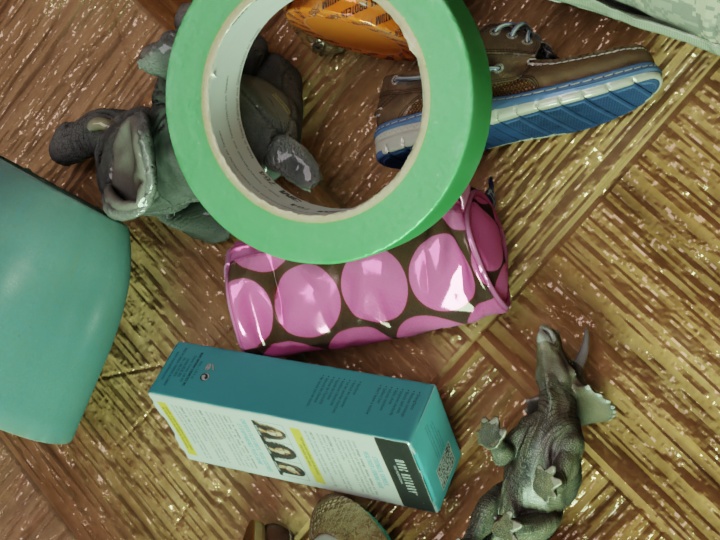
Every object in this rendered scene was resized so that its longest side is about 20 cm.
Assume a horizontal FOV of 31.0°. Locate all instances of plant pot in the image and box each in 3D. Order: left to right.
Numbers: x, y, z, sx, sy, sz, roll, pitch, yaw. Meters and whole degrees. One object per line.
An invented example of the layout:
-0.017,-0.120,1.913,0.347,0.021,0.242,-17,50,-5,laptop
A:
-0.260,0.008,0.941,0.200,0.201,0.161,28,88,26,plant pot

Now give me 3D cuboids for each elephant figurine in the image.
-0.136,-0.082,0.940,0.141,0.155,0.200,38,118,-19,elephant figurine

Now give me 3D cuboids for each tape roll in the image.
-0.021,-0.105,0.796,0.200,0.048,0.201,3,98,21,tape roll

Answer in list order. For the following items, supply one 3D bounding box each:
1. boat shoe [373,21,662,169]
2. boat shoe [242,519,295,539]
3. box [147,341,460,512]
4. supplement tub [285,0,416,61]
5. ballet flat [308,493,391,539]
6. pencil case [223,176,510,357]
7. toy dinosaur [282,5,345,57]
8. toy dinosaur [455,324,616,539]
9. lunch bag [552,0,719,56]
0.095,-0.124,0.848,0.199,0.072,0.073,-11,78,24,boat shoe
-0.061,0.274,0.884,0.070,0.070,0.201,9,78,-10,boat shoe
-0.038,0.103,0.874,0.199,0.082,0.049,8,51,26,box
0.023,-0.250,0.863,0.122,0.122,0.201,15,86,26,supplement tub
0.004,0.212,0.821,0.200,0.065,0.071,41,126,46,ballet flat
0.000,0.000,0.869,0.199,0.094,0.091,-15,40,22,pencil case
-0.067,-0.246,0.948,0.106,0.060,0.200,-42,68,17,toy dinosaur
0.105,0.138,0.805,0.077,0.102,0.201,24,104,33,toy dinosaur
0.197,-0.221,0.772,0.200,0.139,0.168,27,95,27,lunch bag
